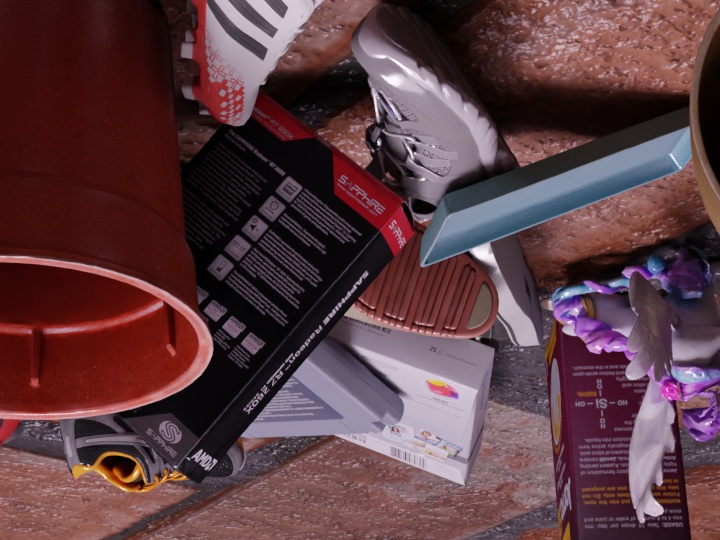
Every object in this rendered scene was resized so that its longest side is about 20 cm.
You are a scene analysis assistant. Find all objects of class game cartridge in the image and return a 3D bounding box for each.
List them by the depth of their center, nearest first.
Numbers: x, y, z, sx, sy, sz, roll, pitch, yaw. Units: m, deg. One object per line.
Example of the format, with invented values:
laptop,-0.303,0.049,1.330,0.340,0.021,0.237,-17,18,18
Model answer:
game cartridge,-0.078,0.080,1.257,0.199,0.042,0.133,-7,137,44

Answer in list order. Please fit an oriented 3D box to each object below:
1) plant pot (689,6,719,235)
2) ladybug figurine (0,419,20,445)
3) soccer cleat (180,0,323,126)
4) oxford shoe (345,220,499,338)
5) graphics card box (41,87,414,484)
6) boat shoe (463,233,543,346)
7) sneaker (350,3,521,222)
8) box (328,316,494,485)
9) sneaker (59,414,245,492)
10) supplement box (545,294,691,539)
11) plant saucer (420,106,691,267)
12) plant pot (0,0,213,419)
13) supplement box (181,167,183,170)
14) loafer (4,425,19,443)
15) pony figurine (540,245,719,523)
plant pot,0.266,-0.061,0.939,0.184,0.188,0.200,-3,167,3
ladybug figurine,-0.269,0.076,1.033,0.134,0.073,0.200,3,151,-13
soccer cleat,-0.051,-0.139,0.861,0.084,0.069,0.201,3,149,1
oxford shoe,0.000,0.000,1.107,0.198,0.071,0.074,22,165,14
graphics card box,-0.078,0.008,0.965,0.125,0.200,0.051,38,171,20
boat shoe,0.084,0.010,1.161,0.063,0.071,0.200,-9,154,11
sneaker,0.035,-0.077,0.955,0.082,0.075,0.200,-32,148,7
box,0.021,0.091,1.289,0.155,0.041,0.200,20,156,11
sneaker,-0.182,0.156,1.428,0.199,0.078,0.078,21,144,-40
supplement box,0.193,0.132,1.264,0.085,0.202,0.111,-1,154,0
plant saucer,0.126,-0.054,1.009,0.198,0.019,0.070,-21,160,-22
plant pot,-0.176,-0.048,0.887,0.198,0.197,0.201,-1,153,-1
supplement box,-0.193,-0.020,1.047,0.199,0.102,0.103,17,149,-33
loafer,-0.353,0.073,1.279,0.198,0.072,0.073,18,-175,-18
pony figurine,0.231,0.058,1.162,0.198,0.194,0.168,-3,121,2
